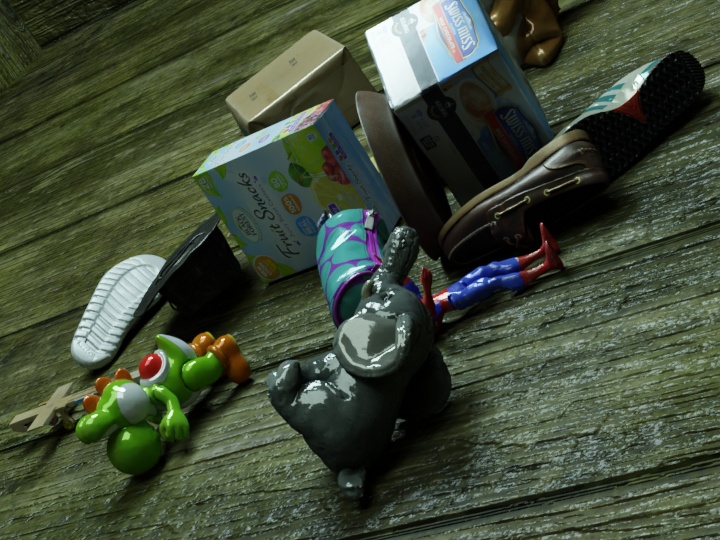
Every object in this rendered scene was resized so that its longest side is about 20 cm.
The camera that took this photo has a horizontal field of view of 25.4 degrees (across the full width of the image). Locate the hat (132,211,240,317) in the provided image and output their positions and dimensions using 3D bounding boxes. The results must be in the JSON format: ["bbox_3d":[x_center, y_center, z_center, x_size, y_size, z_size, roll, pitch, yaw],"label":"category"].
[{"bbox_3d":[-0.197,0.000,2.010,0.201,0.081,0.201,-50,9,10],"label":"hat"}]

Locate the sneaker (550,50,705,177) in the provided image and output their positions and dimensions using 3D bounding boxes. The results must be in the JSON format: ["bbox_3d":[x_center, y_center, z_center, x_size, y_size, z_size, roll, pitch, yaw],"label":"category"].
[{"bbox_3d":[0.274,-0.156,1.696,0.199,0.071,0.093,-39,4,-4],"label":"sneaker"}]

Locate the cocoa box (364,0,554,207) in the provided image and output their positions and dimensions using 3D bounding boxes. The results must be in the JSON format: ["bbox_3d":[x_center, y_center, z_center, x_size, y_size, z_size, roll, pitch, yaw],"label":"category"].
[{"bbox_3d":[0.116,-0.192,1.753,0.130,0.200,0.134,-28,48,11],"label":"cocoa box"}]

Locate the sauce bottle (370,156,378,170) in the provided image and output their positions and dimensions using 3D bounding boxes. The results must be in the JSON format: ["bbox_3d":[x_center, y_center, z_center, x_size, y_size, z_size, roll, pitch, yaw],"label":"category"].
[{"bbox_3d":[0.056,-0.120,1.924,0.199,0.065,0.065,-20,26,29],"label":"sauce bottle"}]

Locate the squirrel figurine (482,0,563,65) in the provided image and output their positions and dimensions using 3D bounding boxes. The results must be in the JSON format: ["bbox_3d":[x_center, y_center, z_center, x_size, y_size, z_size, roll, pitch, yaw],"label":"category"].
[{"bbox_3d":[0.179,-0.369,2.080,0.141,0.187,0.200,-12,31,45],"label":"squirrel figurine"}]

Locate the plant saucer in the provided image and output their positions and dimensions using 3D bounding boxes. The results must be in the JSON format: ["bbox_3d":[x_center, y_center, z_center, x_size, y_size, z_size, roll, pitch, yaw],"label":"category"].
[{"bbox_3d":[0.054,-0.108,1.721,0.034,0.201,0.201,-24,24,12],"label":"plant saucer"}]

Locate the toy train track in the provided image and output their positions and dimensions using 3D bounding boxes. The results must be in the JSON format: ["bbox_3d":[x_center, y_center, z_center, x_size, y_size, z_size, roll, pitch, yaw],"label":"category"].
[{"bbox_3d":[-0.341,0.167,1.968,0.199,0.033,0.115,-21,18,19],"label":"toy train track"}]

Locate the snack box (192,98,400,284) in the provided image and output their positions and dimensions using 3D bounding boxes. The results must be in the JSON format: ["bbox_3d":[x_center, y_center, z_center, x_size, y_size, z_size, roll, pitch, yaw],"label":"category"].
[{"bbox_3d":[-0.075,-0.091,1.912,0.199,0.169,0.068,-20,23,37],"label":"snack box"}]

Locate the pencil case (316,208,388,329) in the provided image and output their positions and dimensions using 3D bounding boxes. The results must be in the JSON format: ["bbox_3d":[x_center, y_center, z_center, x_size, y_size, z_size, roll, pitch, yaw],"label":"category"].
[{"bbox_3d":[0.000,0.000,1.728,0.200,0.084,0.093,-107,39,-66],"label":"pencil case"}]

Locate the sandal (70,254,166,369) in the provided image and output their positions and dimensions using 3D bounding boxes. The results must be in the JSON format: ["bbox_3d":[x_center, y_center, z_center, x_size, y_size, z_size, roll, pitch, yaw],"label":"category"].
[{"bbox_3d":[-0.325,0.056,2.131,0.203,0.082,0.050,-55,-14,-37],"label":"sandal"}]

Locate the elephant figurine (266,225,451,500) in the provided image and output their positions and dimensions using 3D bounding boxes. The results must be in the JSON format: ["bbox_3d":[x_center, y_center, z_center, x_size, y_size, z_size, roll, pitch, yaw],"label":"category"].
[{"bbox_3d":[0.018,0.079,1.467,0.200,0.155,0.142,-43,-1,4],"label":"elephant figurine"}]

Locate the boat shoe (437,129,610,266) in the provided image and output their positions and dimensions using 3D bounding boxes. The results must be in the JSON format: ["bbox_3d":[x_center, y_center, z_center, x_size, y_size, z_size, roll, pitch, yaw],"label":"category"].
[{"bbox_3d":[0.165,-0.060,1.632,0.200,0.070,0.071,-39,61,27],"label":"boat shoe"}]

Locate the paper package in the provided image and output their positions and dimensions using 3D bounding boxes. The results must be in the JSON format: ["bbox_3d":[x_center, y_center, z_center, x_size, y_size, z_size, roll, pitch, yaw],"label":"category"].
[{"bbox_3d":[-0.088,-0.249,2.340,0.190,0.104,0.200,-38,23,-3],"label":"paper package"}]

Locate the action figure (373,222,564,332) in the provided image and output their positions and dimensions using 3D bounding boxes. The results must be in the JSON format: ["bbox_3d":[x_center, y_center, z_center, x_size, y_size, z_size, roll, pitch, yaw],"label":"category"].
[{"bbox_3d":[0.091,0.002,1.587,0.199,0.099,0.065,-32,21,14],"label":"action figure"}]

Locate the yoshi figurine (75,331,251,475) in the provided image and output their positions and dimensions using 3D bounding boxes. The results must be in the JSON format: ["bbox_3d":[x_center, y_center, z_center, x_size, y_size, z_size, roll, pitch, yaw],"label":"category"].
[{"bbox_3d":[-0.216,0.154,1.760,0.199,0.113,0.112,-31,58,-28],"label":"yoshi figurine"}]
